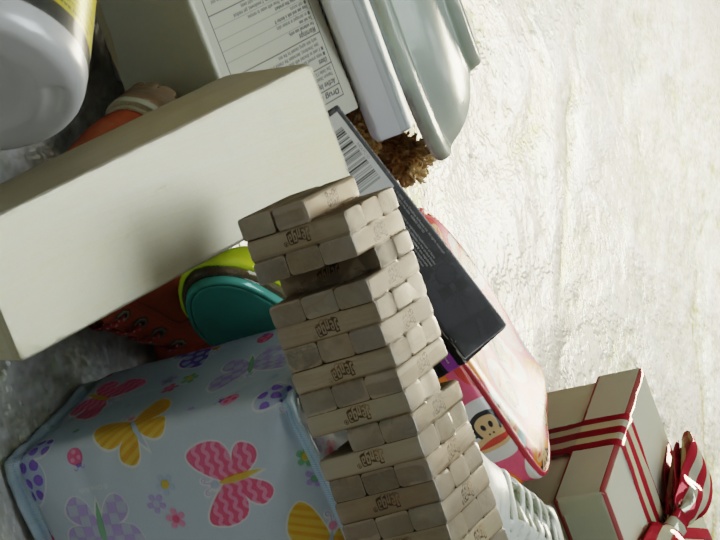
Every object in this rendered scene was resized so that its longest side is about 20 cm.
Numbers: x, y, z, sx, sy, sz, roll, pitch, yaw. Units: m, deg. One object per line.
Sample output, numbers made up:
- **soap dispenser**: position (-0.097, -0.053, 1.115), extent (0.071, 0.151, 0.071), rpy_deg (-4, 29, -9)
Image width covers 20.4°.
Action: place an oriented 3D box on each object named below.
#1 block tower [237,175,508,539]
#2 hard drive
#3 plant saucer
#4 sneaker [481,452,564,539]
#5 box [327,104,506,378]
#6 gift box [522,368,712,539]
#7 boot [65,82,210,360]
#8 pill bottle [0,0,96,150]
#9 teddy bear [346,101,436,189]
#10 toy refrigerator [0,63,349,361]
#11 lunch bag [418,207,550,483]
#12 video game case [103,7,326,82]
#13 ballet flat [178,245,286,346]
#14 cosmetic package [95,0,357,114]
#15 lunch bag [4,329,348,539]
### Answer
- **block tower**: position (0.010, 0.061, 0.881), extent (0.058, 0.054, 0.201), rpy_deg (-30, 102, -60)
- **hard drive**: position (-0.023, -0.185, 1.121), extent (0.132, 0.026, 0.201), rpy_deg (-108, 176, -65)
- **plant saucer**: position (0.035, -0.169, 1.238), extent (0.200, 0.050, 0.201), rpy_deg (-19, 90, -84)
- **sneaker**: position (0.079, 0.151, 1.181), extent (0.200, 0.080, 0.077), rpy_deg (72, 14, -59)
- **box**: position (0.000, 0.000, 1.091), extent (0.143, 0.036, 0.200), rpy_deg (52, -18, 1)
- **gift box**: position (0.146, 0.193, 1.359), extent (0.201, 0.186, 0.185), rpy_deg (64, 27, -23)
- **boot**: position (-0.112, 0.016, 1.039), extent (0.107, 0.075, 0.201), rpy_deg (-46, 128, -40)
- **pill bottle**: position (-0.173, -0.166, 0.926), extent (0.111, 0.111, 0.201), rpy_deg (45, 38, -50)
- **teddy bear**: position (-0.017, -0.108, 1.266), extent (0.145, 0.067, 0.200), rpy_deg (42, 26, 14)
- **toy refrigerator**: position (-0.106, -0.027, 0.936), extent (0.199, 0.076, 0.070), rpy_deg (-31, 108, -34)
- **lunch bag**: position (0.049, 0.045, 1.290), extent (0.177, 0.082, 0.200), rpy_deg (56, 14, -16)
- **video game case**: position (-0.091, -0.219, 1.167), extent (0.200, 0.045, 0.183), rpy_deg (-25, 102, -52)
- **ballet flat**: position (-0.037, 0.025, 1.032), extent (0.200, 0.066, 0.067), rpy_deg (52, 36, -52)
- **cosmetic package**: position (-0.087, -0.157, 1.060), extent (0.103, 0.073, 0.201), rpy_deg (-33, 108, -48)
- **lunch bag**: position (-0.049, 0.143, 0.965), extent (0.201, 0.169, 0.127), rpy_deg (68, 25, -17)
